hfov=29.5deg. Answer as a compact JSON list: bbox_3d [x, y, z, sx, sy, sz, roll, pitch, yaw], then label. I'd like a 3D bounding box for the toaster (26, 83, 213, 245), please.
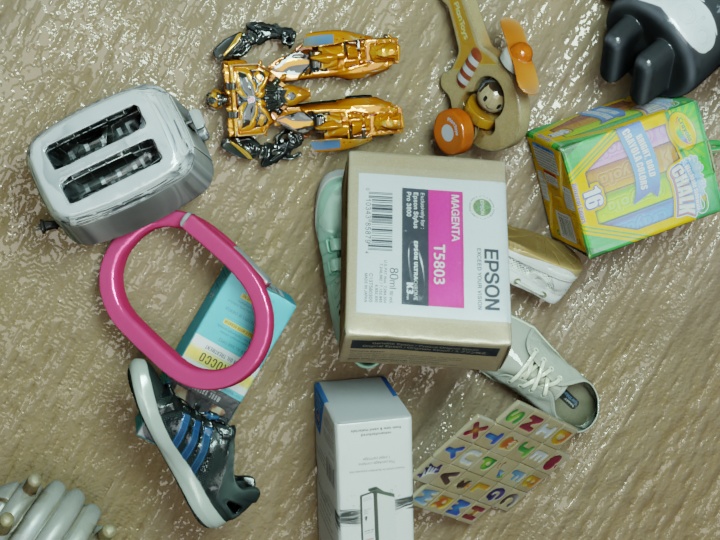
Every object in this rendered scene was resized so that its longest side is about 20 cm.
[{"bbox_3d":[-0.240,-0.101,1.319,0.198,0.129,0.115,-25,84,-4],"label":"toaster"}]

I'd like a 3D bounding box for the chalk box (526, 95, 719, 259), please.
[{"bbox_3d":[0.295,-0.112,1.430,0.198,0.124,0.125,-20,105,-7],"label":"chalk box"}]

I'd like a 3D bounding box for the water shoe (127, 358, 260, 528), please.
[{"bbox_3d":[-0.168,0.163,1.383,0.078,0.071,0.201,-27,112,-8],"label":"water shoe"}]

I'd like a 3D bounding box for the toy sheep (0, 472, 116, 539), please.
[{"bbox_3d":[-0.326,0.274,1.395,0.199,0.138,0.138,38,93,-3],"label":"toy sheep"}]

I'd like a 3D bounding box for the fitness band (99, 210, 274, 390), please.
[{"bbox_3d":[-0.174,0.029,1.378,0.200,0.037,0.144,42,97,10],"label":"fitness band"}]

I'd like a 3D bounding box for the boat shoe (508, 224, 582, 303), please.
[{"bbox_3d":[0.133,-0.018,1.448,0.198,0.071,0.070,24,119,-3],"label":"boat shoe"}]

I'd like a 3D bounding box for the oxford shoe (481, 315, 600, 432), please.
[{"bbox_3d":[0.190,0.110,1.493,0.199,0.058,0.075,38,95,-14],"label":"oxford shoe"}]

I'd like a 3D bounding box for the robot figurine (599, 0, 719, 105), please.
[{"bbox_3d":[0.332,-0.257,1.394,0.200,0.125,0.151,-41,104,-18],"label":"robot figurine"}]

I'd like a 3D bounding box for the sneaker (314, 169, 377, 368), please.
[{"bbox_3d":[0.000,0.000,1.402,0.073,0.118,0.203,-9,102,-7],"label":"sneaker"}]

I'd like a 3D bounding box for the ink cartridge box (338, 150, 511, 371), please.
[{"bbox_3d":[0.062,-0.010,1.339,0.163,0.075,0.202,2,65,-5],"label":"ink cartridge box"}]

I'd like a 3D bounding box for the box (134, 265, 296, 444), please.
[{"bbox_3d":[-0.153,0.098,1.430,0.082,0.049,0.201,29,95,-15],"label":"box"}]

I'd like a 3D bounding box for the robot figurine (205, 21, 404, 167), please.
[{"bbox_3d":[-0.057,-0.181,1.383,0.198,0.058,0.147,-7,102,-10],"label":"robot figurine"}]

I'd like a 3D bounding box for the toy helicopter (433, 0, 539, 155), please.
[{"bbox_3d":[0.123,-0.222,1.382,0.078,0.132,0.202,-15,87,-36],"label":"toy helicopter"}]

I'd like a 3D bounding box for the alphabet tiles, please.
[{"bbox_3d":[0.142,0.209,1.461,0.166,0.006,0.199,-44,142,15],"label":"alphabet tiles"}]

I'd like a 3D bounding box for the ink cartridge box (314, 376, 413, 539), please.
[{"bbox_3d":[0.003,0.230,1.438,0.083,0.146,0.202,-4,104,-10],"label":"ink cartridge box"}]
